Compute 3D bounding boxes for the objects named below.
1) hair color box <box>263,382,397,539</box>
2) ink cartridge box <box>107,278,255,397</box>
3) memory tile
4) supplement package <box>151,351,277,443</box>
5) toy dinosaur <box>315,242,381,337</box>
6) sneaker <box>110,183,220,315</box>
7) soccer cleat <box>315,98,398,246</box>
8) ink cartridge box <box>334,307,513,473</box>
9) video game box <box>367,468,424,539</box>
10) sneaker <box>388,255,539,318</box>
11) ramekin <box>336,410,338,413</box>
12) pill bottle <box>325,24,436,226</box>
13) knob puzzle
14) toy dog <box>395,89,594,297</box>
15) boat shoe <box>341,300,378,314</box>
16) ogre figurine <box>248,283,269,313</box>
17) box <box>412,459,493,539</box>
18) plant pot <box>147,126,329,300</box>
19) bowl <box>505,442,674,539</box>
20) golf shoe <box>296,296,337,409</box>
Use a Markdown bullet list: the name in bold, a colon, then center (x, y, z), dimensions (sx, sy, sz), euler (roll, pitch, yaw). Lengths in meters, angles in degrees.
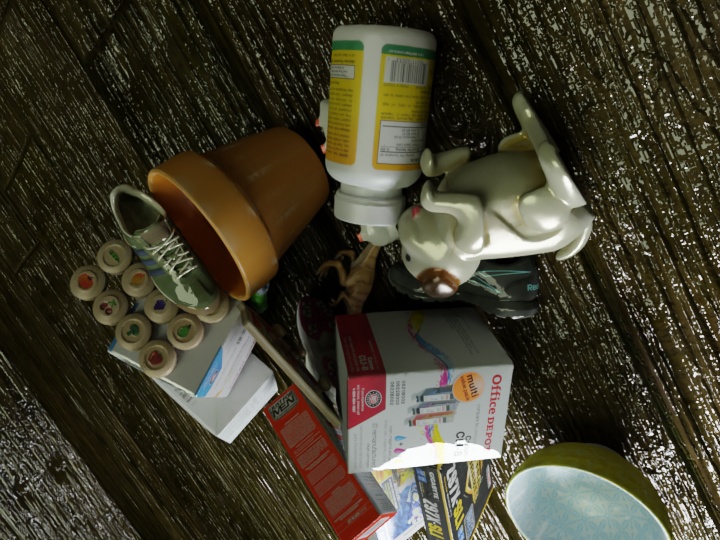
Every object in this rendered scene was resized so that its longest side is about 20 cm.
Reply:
- **hair color box**: center (-0.041, 0.255, 0.702), dimensions (0.200, 0.061, 0.102), euler (51, 179, 28)
- **ink cartridge box**: center (-0.257, 0.102, 0.822), dimensions (0.145, 0.148, 0.200), euler (25, 167, 4)
- **memory tile**: center (-0.291, 0.031, 0.726), dimensions (0.200, 0.153, 0.017), euler (44, 169, 9)
- **supplement package**: center (-0.278, 0.206, 1.003), dimensions (0.191, 0.147, 0.200), euler (39, 159, 9)
- **toy dinosaur**: center (0.000, 0.000, 0.770), dimensions (0.106, 0.060, 0.202), euler (27, 105, 25)
- **sneaker**: center (-0.262, -0.030, 0.685), dimensions (0.200, 0.067, 0.090), euler (49, 160, 9)
- **soccer cleat**: center (0.006, -0.131, 0.681), dimensions (0.077, 0.069, 0.202), euler (-20, 99, 13)
- **ink cartridge box**: center (0.072, 0.146, 0.673), dimensions (0.198, 0.145, 0.147), euler (-4, 114, -8)
- **video game box**: center (0.077, 0.324, 0.832), dimensions (0.047, 0.181, 0.202), euler (22, 133, 51)
- **sneaker**: center (0.130, 0.002, 0.672), dimensions (0.198, 0.075, 0.080), euler (9, 110, 26)
- **ramekin**: center (-0.028, 0.278, 0.900), dimensions (0.200, 0.105, 0.201), euler (40, 156, 22)
- **pill bottle**: center (0.018, -0.157, 0.583), dimensions (0.112, 0.112, 0.202), euler (15, 112, 29)
- **knob puzzle**: center (-0.095, 0.113, 0.725), dimensions (0.220, 0.030, 0.220), euler (48, 173, 8)
- **toy dog**: center (0.130, -0.060, 0.566), dimensions (0.199, 0.140, 0.194), euler (-30, 136, 25)
- **boat shoe**: center (0.018, 0.139, 0.834), dimensions (0.067, 0.072, 0.201), euler (-14, 108, 43)
- **ogre figurine**: center (-0.222, -0.015, 0.909), dimensions (0.120, 0.097, 0.202), euler (-23, 87, 62)
- **box**: center (0.144, 0.305, 0.784), dimensions (0.049, 0.160, 0.202), euler (6, 120, 35)
- **plant pot**: center (-0.147, -0.094, 0.710), dimensions (0.200, 0.183, 0.201), euler (37, 152, 24)
- **bowl**: center (0.303, 0.295, 0.691), dimensions (0.199, 0.108, 0.202), euler (19, 128, 26)
- **golf shoe**: center (-0.068, 0.133, 0.841), dimensions (0.092, 0.075, 0.201), euler (-56, 42, 34)
